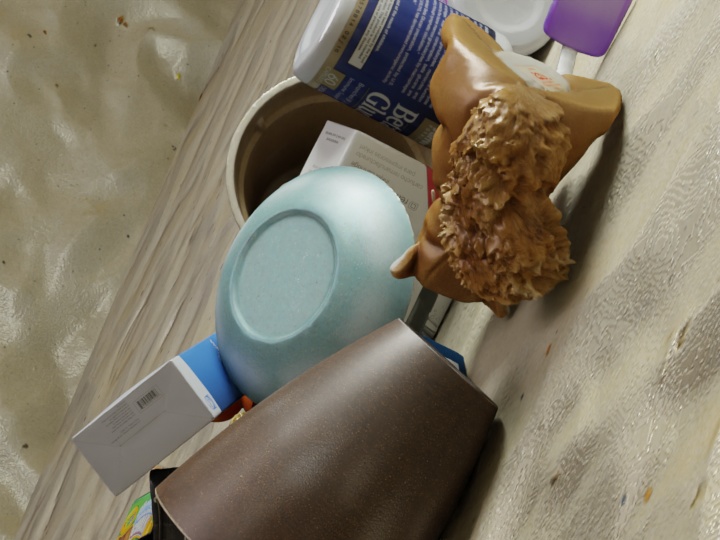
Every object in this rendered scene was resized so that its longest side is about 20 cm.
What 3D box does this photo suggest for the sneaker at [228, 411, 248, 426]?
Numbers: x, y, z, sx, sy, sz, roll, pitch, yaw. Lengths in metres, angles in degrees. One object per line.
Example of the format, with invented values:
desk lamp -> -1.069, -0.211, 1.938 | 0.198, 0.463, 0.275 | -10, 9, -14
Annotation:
sneaker -> -0.070, 0.162, 1.679 | 0.090, 0.075, 0.200 | -56, -25, 11

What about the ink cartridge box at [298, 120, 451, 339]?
ink cartridge box -> 0.000, 0.000, 1.727 | 0.200, 0.147, 0.083 | -64, 20, 1

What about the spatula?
spatula -> 0.150, -0.138, 1.623 | 0.021, 0.056, 0.201 | 163, 129, -80

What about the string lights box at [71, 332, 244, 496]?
string lights box -> -0.149, 0.108, 1.681 | 0.103, 0.059, 0.200 | -38, -1, 11

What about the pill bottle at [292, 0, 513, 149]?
pill bottle -> 0.055, -0.162, 1.716 | 0.111, 0.200, 0.111 | -59, 12, 20

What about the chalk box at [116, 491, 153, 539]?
chalk box -> -0.156, 0.269, 1.880 | 0.125, 0.124, 0.200 | -37, 28, 64

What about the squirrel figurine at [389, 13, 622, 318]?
squirrel figurine -> 0.089, -0.052, 1.504 | 0.200, 0.141, 0.187 | -83, 17, -66

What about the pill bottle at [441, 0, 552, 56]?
pill bottle -> 0.102, -0.225, 1.892 | 0.104, 0.104, 0.200 | -65, 12, -11

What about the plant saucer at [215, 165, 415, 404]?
plant saucer -> -0.048, 0.008, 1.629 | 0.201, 0.039, 0.202 | -16, 62, 34

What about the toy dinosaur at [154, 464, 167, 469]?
toy dinosaur -> -0.120, 0.230, 1.792 | 0.060, 0.106, 0.201 | 105, 146, -74

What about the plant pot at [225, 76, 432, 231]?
plant pot -> -0.031, -0.063, 1.963 | 0.184, 0.200, 0.201 | 120, 174, -76

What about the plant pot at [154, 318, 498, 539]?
plant pot -> -0.006, 0.136, 1.445 | 0.200, 0.187, 0.187 | -49, 12, 1

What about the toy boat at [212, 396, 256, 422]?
toy boat -> -0.087, 0.108, 1.847 | 0.200, 0.130, 0.131 | -75, -14, -47

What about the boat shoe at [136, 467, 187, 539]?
boat shoe -> -0.165, 0.238, 1.728 | 0.070, 0.066, 0.200 | -92, 14, -50

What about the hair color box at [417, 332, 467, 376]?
hair color box -> 0.008, 0.151, 1.582 | 0.200, 0.060, 0.100 | -60, 11, 18
